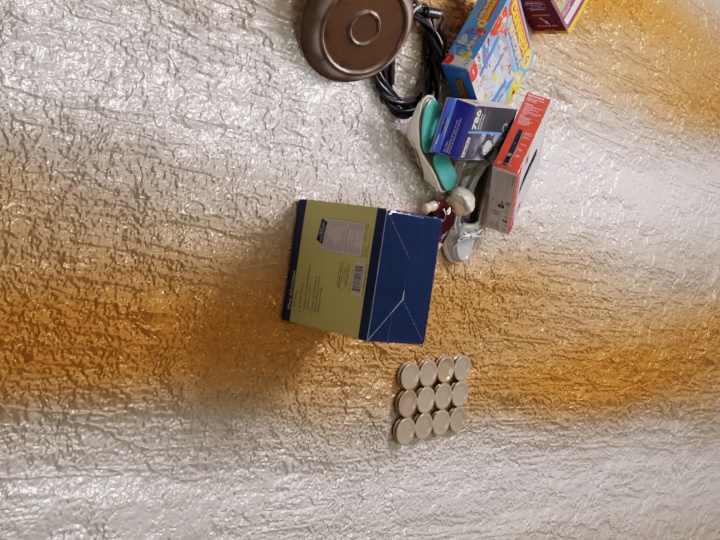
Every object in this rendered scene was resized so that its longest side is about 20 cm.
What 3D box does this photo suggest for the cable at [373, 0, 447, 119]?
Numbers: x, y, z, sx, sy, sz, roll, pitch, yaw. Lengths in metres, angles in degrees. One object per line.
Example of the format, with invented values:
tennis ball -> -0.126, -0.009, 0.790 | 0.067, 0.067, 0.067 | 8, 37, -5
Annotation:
cable -> 0.083, -0.359, 1.761 | 0.162, 0.050, 0.203 | 12, 90, -46

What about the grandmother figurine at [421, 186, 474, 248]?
grandmother figurine -> 0.124, -0.079, 1.819 | 0.199, 0.060, 0.122 | -40, 154, -20

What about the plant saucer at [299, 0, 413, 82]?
plant saucer -> 0.001, -0.382, 1.623 | 0.198, 0.032, 0.202 | -17, 130, -21

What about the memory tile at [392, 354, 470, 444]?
memory tile -> 0.134, 0.237, 1.947 | 0.199, 0.017, 0.155 | -3, 99, -44

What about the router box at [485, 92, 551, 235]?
router box -> 0.290, -0.195, 1.920 | 0.201, 0.048, 0.181 | 84, 29, -60

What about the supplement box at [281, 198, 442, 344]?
supplement box -> 0.000, 0.000, 1.636 | 0.133, 0.198, 0.203 | 7, 92, -45

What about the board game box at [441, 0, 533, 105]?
board game box -> 0.232, -0.374, 1.865 | 0.197, 0.055, 0.200 | -61, 150, -18

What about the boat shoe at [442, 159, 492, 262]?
boat shoe -> 0.197, -0.109, 1.904 | 0.074, 0.064, 0.205 | -4, 109, -45

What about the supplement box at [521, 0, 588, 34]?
supplement box -> 0.346, -0.556, 1.964 | 0.200, 0.085, 0.111 | 47, 65, -39

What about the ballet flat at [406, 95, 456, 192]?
ballet flat -> 0.113, -0.218, 1.795 | 0.070, 0.069, 0.201 | -50, 140, -27

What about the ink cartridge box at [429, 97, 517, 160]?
ink cartridge box -> 0.199, -0.243, 1.802 | 0.199, 0.039, 0.101 | -9, 122, -53
